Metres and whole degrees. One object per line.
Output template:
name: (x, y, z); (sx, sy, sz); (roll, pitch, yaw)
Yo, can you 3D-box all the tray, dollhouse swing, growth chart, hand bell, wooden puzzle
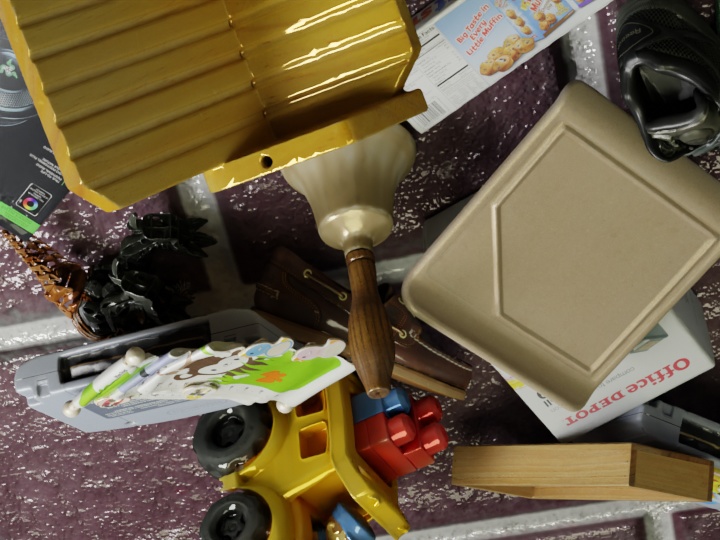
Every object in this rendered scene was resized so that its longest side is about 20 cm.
tray: (0.176, 0.162, 1.451); (0.098, 0.037, 0.199); (14, 167, -38)
dollhouse swing: (-0.093, -0.154, 1.132); (0.181, 0.176, 0.202); (-17, 97, 31)
growth chart: (-0.100, 0.076, 1.298); (0.198, 0.018, 0.145); (2, 157, -27)
hand bell: (0.000, 0.000, 1.283); (0.103, 0.202, 0.104); (-5, 149, -3)
wooden puzzle: (0.151, -0.016, 1.282); (0.184, 0.037, 0.200); (31, 106, -27)

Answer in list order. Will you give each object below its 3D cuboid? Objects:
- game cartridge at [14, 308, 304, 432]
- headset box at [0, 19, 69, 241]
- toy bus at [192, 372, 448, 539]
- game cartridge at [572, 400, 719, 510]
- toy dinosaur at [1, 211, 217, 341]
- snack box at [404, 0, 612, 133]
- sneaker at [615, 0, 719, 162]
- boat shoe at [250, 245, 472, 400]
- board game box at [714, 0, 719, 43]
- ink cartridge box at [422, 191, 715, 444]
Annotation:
game cartridge: (-0.143, 0.079, 1.362); (0.198, 0.042, 0.133); (-13, 163, 15)
headset box: (-0.254, -0.141, 1.252); (0.173, 0.093, 0.200); (32, 123, -23)
toy bus: (-0.020, 0.172, 1.430); (0.191, 0.201, 0.136); (-21, 139, 16)
game cartridge: (0.281, 0.159, 1.491); (0.199, 0.041, 0.133); (22, 164, -17)
toy dinosaur: (-0.184, 0.025, 1.393); (0.199, 0.103, 0.135); (12, 149, -37)
snack box: (0.097, -0.177, 1.267); (0.199, 0.024, 0.072); (-34, 121, 24)
sneaker: (0.254, -0.099, 1.248); (0.199, 0.115, 0.076); (36, 131, -18)
boat shoe: (0.009, 0.043, 1.418); (0.199, 0.070, 0.071); (24, 86, -25)
board game box: (0.301, -0.183, 1.263); (0.104, 0.024, 0.201); (-6, 129, 4)
ink cartridge box: (0.161, 0.020, 1.387); (0.145, 0.088, 0.200); (-29, 125, 20)
